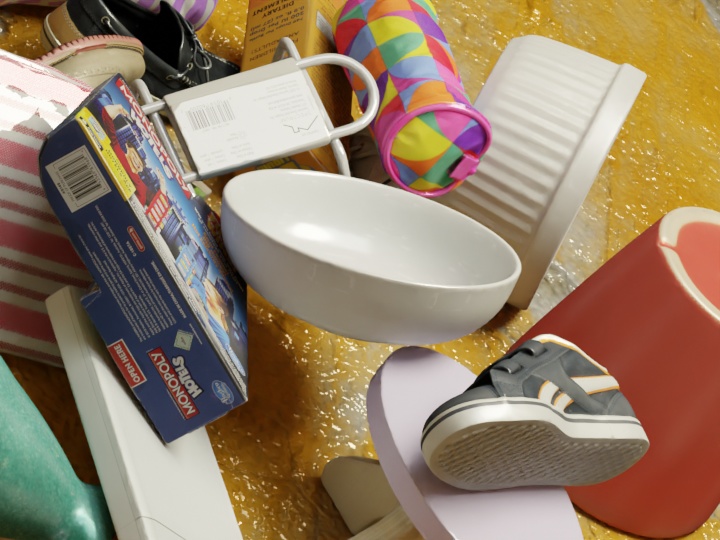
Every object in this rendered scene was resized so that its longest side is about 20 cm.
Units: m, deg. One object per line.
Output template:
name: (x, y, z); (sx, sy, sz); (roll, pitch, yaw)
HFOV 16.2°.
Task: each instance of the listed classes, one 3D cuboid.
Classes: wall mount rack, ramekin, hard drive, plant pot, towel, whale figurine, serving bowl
wall mount rack: (-0.073, -0.065, 1.740); (0.199, 0.075, 0.174); (-17, 71, -20)
ramekin: (0.124, -0.081, 1.909); (0.105, 0.201, 0.200); (27, 33, 4)
hard drive: (-0.124, 0.114, 1.540); (0.132, 0.027, 0.200); (41, 20, -49)
plant pot: (0.226, 0.064, 1.833); (0.200, 0.178, 0.201); (24, 35, -19)
towel: (-0.226, -0.043, 1.610); (0.146, 0.030, 0.201); (18, 65, -37)
whale figurine: (-0.213, 0.103, 1.447); (0.200, 0.104, 0.159); (32, 33, -15)
serving bowl: (0.000, 0.000, 1.648); (0.199, 0.066, 0.200); (15, 18, -5)

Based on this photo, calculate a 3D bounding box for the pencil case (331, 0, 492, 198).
pencil case: (0.037, -0.134, 1.833); (0.088, 0.089, 0.200); (21, 28, -23)

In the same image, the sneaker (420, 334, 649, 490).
sneaker: (0.095, 0.087, 1.565); (0.200, 0.078, 0.080); (10, 46, -52)

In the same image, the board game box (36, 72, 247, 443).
board game box: (-0.133, -0.017, 1.596); (0.201, 0.062, 0.200); (60, 10, -10)

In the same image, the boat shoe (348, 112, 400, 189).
boat shoe: (0.009, -0.080, 1.905); (0.086, 0.075, 0.202); (38, 30, 2)

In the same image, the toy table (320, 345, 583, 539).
toy table: (0.049, 0.162, 1.604); (0.183, 0.117, 0.200); (11, 42, -35)

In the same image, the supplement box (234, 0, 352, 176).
supplement box: (-0.048, -0.134, 1.892); (0.069, 0.066, 0.201); (50, 29, -38)

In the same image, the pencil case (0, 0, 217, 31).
pencil case: (-0.198, -0.221, 1.876); (0.199, 0.086, 0.084); (3, 25, -38)

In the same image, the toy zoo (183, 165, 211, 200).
toy zoo: (-0.200, -0.058, 1.732); (0.131, 0.020, 0.200); (41, 33, 8)

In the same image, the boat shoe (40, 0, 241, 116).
boat shoe: (-0.143, -0.158, 1.856); (0.200, 0.062, 0.075); (19, 33, -45)

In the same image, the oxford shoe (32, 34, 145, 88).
oxford shoe: (-0.212, -0.104, 1.707); (0.200, 0.070, 0.075); (-27, 83, -44)
